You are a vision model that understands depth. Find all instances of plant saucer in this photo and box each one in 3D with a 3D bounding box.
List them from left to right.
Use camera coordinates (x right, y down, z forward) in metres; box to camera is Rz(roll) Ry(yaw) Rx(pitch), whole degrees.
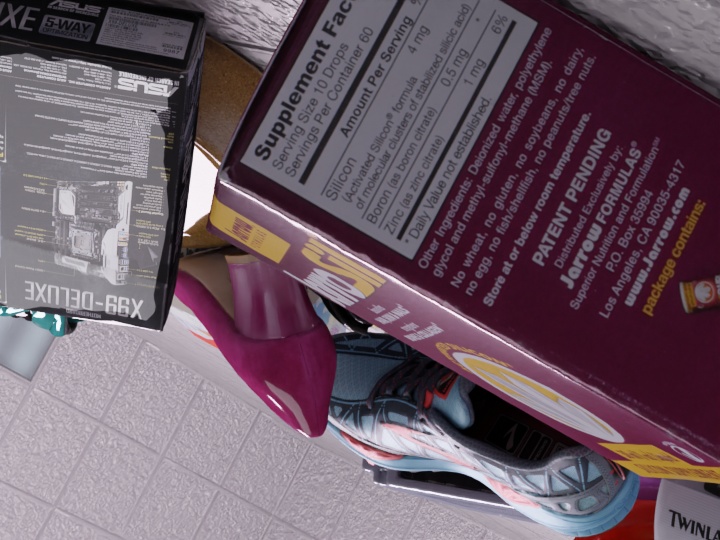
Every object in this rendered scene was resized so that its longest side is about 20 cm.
[{"bbox_3d":[-0.117,-0.065,0.785,0.198,0.036,0.201,16,153,8],"label":"plant saucer"}]

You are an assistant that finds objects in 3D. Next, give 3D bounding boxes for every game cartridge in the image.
[{"bbox_3d":[0.113,0.153,1.045,0.199,0.041,0.133,2,162,46],"label":"game cartridge"}]

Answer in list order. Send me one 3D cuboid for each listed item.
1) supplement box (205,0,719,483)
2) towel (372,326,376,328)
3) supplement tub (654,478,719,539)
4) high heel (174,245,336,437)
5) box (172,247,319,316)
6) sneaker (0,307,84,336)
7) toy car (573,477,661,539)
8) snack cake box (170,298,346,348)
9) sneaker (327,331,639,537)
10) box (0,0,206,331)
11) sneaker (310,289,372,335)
[{"bbox_3d":[0.056,-0.017,0.517,0.199,0.104,0.131,29,172,-3],"label":"supplement box"},{"bbox_3d":[-0.055,-0.008,1.140,0.199,0.023,0.143,33,170,-25],"label":"towel"},{"bbox_3d":[0.247,0.134,0.705,0.122,0.123,0.199,35,168,-38],"label":"supplement tub"},{"bbox_3d":[-0.058,0.035,0.827,0.067,0.097,0.200,-14,-175,-21],"label":"high heel"},{"bbox_3d":[-0.118,-0.027,0.995,0.198,0.082,0.069,22,151,26],"label":"box"},{"bbox_3d":[-0.216,-0.017,0.965,0.120,0.084,0.200,15,-167,-20],"label":"sneaker"},{"bbox_3d":[0.184,0.194,0.887,0.151,0.174,0.200,60,-158,6],"label":"toy car"},{"bbox_3d":[-0.079,0.030,1.142,0.114,0.068,0.200,26,170,8],"label":"snack cake box"},{"bbox_3d":[0.055,0.066,0.806,0.198,0.080,0.096,17,154,23],"label":"sneaker"},{"bbox_3d":[-0.178,-0.057,0.702,0.198,0.050,0.159,9,131,-3],"label":"box"},{"bbox_3d":[0.000,0.000,0.797,0.200,0.070,0.079,68,178,-74],"label":"sneaker"}]
